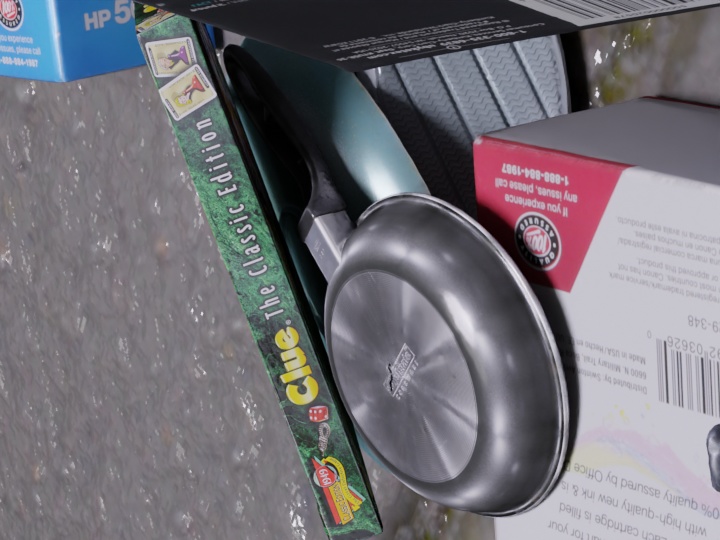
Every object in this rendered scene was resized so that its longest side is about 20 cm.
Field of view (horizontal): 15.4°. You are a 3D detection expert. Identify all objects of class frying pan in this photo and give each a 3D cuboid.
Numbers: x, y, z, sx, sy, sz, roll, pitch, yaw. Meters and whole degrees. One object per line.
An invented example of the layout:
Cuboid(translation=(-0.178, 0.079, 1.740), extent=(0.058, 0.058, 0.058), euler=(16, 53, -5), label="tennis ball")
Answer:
Cuboid(translation=(0.009, -0.003, 0.884), extent=(0.115, 0.031, 0.190), euler=(-28, 86, 56), label="frying pan")

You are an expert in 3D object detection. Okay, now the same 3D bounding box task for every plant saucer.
Cuboid(translation=(-0.005, 0.001, 0.997), extent=(0.200, 0.027, 0.200), euler=(55, 161, 29), label="plant saucer")

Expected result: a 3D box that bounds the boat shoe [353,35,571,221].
Cuboid(translation=(0.023, -0.106, 0.955), extent=(0.067, 0.074, 0.200), euler=(-133, 25, -82), label="boat shoe")

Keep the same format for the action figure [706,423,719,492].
Cuboid(translation=(0.184, 0.065, 0.696), extent=(0.200, 0.105, 0.194), euler=(-25, 81, 26), label="action figure")

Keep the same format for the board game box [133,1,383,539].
Cuboid(translation=(-0.038, -0.009, 0.948), extent=(0.105, 0.023, 0.200), euler=(-115, 5, -71), label="board game box")

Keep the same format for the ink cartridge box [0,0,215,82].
Cuboid(translation=(-0.143, -0.187, 1.124), extent=(0.146, 0.084, 0.200), euler=(12, 112, 52), label="ink cartridge box")

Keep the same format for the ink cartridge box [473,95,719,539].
Cuboid(translation=(0.116, 0.054, 0.861), extent=(0.148, 0.086, 0.200), euler=(16, 117, 50), label="ink cartridge box")

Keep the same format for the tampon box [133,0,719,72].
Cuboid(translation=(0.017, -0.171, 0.721), extent=(0.150, 0.126, 0.200), euler=(-6, 79, 36), label="tampon box")
